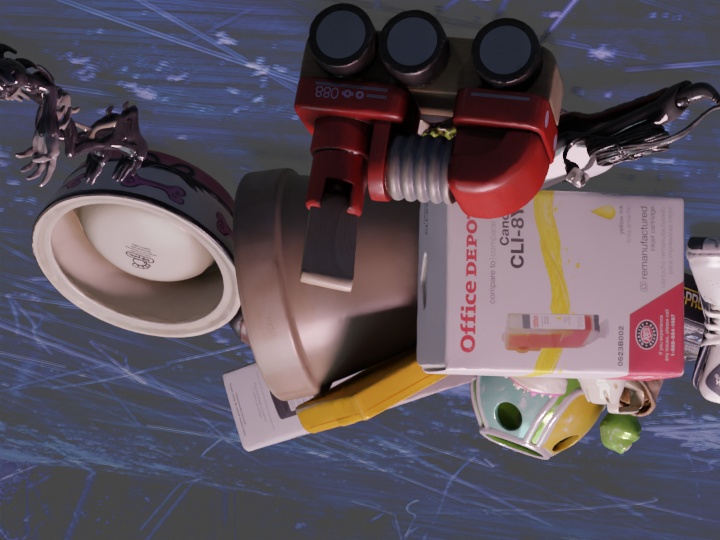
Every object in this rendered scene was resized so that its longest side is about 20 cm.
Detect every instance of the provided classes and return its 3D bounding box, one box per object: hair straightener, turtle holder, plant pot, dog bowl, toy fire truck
[{"bbox_3d":[0.167,-0.079,1.337,0.198,0.077,0.041,-14,128,30],"label":"hair straightener"},{"bbox_3d":[0.199,0.128,2.012,0.184,0.133,0.141,22,169,1],"label":"turtle holder"},{"bbox_3d":[0.000,0.000,1.659,0.172,0.202,0.200,-10,161,13],"label":"plant pot"},{"bbox_3d":[-0.192,-0.029,1.755,0.198,0.074,0.201,10,143,8],"label":"dog bowl"},{"bbox_3d":[0.033,-0.068,1.290,0.174,0.202,0.129,7,166,14],"label":"toy fire truck"}]

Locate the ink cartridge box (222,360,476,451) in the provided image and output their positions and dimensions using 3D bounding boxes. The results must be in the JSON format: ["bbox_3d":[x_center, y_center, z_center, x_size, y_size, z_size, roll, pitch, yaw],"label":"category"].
[{"bbox_3d":[-0.011,0.101,1.873,0.199,0.084,0.145,-22,174,42],"label":"ink cartridge box"}]

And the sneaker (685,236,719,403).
[{"bbox_3d":[0.326,0.053,1.684,0.079,0.131,0.199,4,164,21],"label":"sneaker"}]

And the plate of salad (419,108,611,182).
[{"bbox_3d":[0.094,-0.092,1.465,0.198,0.049,0.200,10,166,2],"label":"plate of salad"}]

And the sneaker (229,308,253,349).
[{"bbox_3d":[-0.099,0.020,1.854,0.082,0.077,0.200,32,-170,-17],"label":"sneaker"}]

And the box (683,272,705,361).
[{"bbox_3d":[0.267,0.037,1.834,0.199,0.050,0.161,18,163,-26],"label":"box"}]

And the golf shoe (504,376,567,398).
[{"bbox_3d":[0.136,0.031,1.804,0.075,0.092,0.200,0,-146,-46],"label":"golf shoe"}]

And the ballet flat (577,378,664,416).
[{"bbox_3d":[0.245,0.100,1.866,0.068,0.068,0.200,7,168,32],"label":"ballet flat"}]

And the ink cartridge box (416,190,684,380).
[{"bbox_3d":[0.151,0.012,1.541,0.198,0.147,0.083,2,176,-12],"label":"ink cartridge box"}]

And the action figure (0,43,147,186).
[{"bbox_3d":[-0.266,-0.117,1.534,0.199,0.103,0.118,21,174,-41],"label":"action figure"}]

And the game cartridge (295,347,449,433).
[{"bbox_3d":[0.046,0.085,1.660,0.175,0.033,0.200,-27,-178,-17],"label":"game cartridge"}]
